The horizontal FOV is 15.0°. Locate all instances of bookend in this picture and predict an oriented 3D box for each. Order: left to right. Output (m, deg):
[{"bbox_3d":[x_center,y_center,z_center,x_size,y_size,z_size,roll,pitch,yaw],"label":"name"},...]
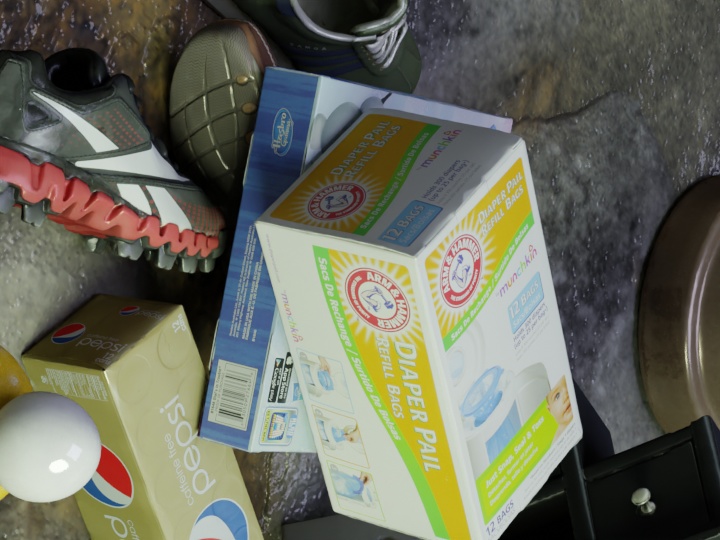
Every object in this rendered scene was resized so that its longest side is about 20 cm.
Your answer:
[{"bbox_3d":[0.144,0.132,1.617,0.092,0.199,0.199,53,22,-41],"label":"bookend"}]

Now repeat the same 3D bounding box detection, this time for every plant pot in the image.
[{"bbox_3d":[0.315,0.037,1.898,0.200,0.174,0.202,-9,102,-49],"label":"plant pot"}]

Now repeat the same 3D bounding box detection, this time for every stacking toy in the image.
[{"bbox_3d":[-0.197,0.066,1.242,0.146,0.199,0.147,-9,102,-50],"label":"stacking toy"}]

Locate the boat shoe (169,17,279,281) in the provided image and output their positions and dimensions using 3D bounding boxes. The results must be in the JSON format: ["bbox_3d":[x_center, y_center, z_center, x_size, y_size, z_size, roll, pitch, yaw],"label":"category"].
[{"bbox_3d":[-0.051,-0.057,1.515,0.072,0.075,0.201,-49,139,-40],"label":"boat shoe"}]

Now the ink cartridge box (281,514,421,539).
[{"bbox_3d":[0.009,0.254,1.565,0.144,0.083,0.201,-102,-175,-72],"label":"ink cartridge box"}]

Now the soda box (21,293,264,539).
[{"bbox_3d":[-0.109,0.115,1.468,0.068,0.064,0.201,-42,126,-39],"label":"soda box"}]

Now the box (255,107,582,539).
[{"bbox_3d":[0.034,0.031,1.431,0.113,0.101,0.201,-46,136,-38],"label":"box"}]

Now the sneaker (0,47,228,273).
[{"bbox_3d":[-0.132,-0.059,1.407,0.200,0.071,0.099,22,81,-49],"label":"sneaker"}]

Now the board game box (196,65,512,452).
[{"bbox_3d":[0.000,0.000,1.502,0.199,0.043,0.201,8,94,-56],"label":"board game box"}]

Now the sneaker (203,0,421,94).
[{"bbox_3d":[-0.006,-0.140,1.536,0.200,0.089,0.068,32,70,-49],"label":"sneaker"}]
